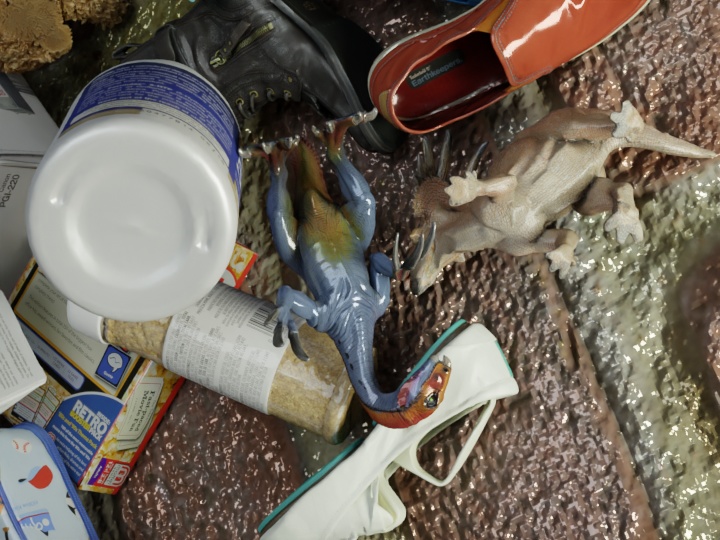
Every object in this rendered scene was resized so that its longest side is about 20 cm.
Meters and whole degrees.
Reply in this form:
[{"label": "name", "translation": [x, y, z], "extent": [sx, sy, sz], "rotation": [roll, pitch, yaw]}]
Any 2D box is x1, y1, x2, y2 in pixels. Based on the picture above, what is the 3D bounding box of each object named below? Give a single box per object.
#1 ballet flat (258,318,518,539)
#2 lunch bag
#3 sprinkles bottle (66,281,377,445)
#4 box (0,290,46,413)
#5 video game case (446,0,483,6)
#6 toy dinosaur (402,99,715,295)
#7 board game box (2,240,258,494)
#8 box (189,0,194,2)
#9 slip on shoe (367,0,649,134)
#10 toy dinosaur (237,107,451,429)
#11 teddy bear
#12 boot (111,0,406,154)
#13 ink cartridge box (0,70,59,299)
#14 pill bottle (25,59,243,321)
[{"label": "ballet flat", "translation": [0.019, 0.119, 0.783], "extent": [0.200, 0.069, 0.070], "rotation": [-46, 60, 9]}, {"label": "lunch bag", "translation": [-0.267, 0.214, 0.884], "extent": [0.200, 0.075, 0.161], "rotation": [-42, 71, 28]}, {"label": "sprinkles bottle", "translation": [-0.089, 0.044, 0.821], "extent": [0.198, 0.068, 0.069], "rotation": [22, 87, 13]}, {"label": "box", "translation": [-0.324, 0.077, 0.896], "extent": [0.199, 0.101, 0.114], "rotation": [-32, 86, 47]}, {"label": "video game case", "translation": [0.038, -0.252, 0.835], "extent": [0.197, 0.018, 0.145], "rotation": [12, 76, 0]}, {"label": "toy dinosaur", "translation": [0.105, -0.058, 0.775], "extent": [0.198, 0.087, 0.136], "rotation": [-27, 19, -2]}, {"label": "board game box", "translation": [-0.185, 0.034, 0.922], "extent": [0.151, 0.046, 0.201], "rotation": [34, 94, 31]}, {"label": "box", "translation": [-0.152, -0.257, 0.910], "extent": [0.049, 0.082, 0.200], "rotation": [-51, 27, 10]}, {"label": "slip on shoe", "translation": [0.096, -0.142, 0.788], "extent": [0.198, 0.074, 0.061], "rotation": [-26, 30, 12]}, {"label": "toy dinosaur", "translation": [0.000, 0.000, 0.771], "extent": [0.104, 0.200, 0.184], "rotation": [-16, 96, 4]}, {"label": "teddy bear", "translation": [-0.258, -0.229, 0.997], "extent": [0.067, 0.143, 0.202], "rotation": [-51, 48, 50]}, {"label": "boot", "translation": [-0.075, -0.122, 0.898], "extent": [0.174, 0.069, 0.201], "rotation": [-41, 77, 29]}, {"label": "ink cartridge box", "translation": [-0.316, -0.093, 0.987], "extent": [0.201, 0.084, 0.146], "rotation": [52, 122, 31]}, {"label": "pill bottle", "translation": [-0.131, -0.063, 0.786], "extent": [0.119, 0.120, 0.201], "rotation": [-40, 20, 13]}]
